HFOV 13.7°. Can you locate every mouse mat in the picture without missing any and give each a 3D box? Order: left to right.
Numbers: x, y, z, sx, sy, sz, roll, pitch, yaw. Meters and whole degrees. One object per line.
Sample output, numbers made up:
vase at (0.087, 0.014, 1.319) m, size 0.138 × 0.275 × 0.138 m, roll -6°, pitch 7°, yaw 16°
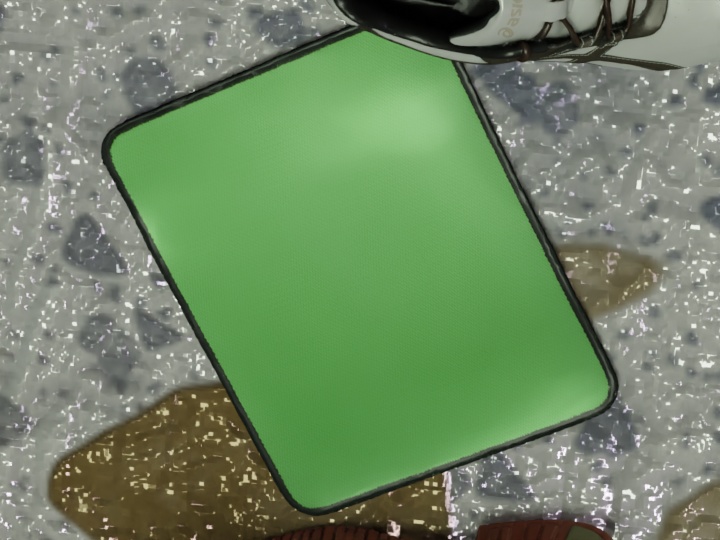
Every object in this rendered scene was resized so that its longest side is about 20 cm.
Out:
mouse mat at (0.000, 0.000, 1.259) m, size 0.161 × 0.008 × 0.200 m, roll -21°, pitch 109°, yaw 18°

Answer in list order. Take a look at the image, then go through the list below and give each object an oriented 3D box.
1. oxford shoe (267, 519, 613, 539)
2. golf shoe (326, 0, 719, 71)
oxford shoe at (0.016, 0.157, 1.297) m, size 0.199 × 0.071 × 0.074 m, roll -2°, pitch 123°, yaw 14°
golf shoe at (0.079, -0.104, 1.147) m, size 0.199 × 0.095 × 0.078 m, roll 1°, pitch 112°, yaw 5°
